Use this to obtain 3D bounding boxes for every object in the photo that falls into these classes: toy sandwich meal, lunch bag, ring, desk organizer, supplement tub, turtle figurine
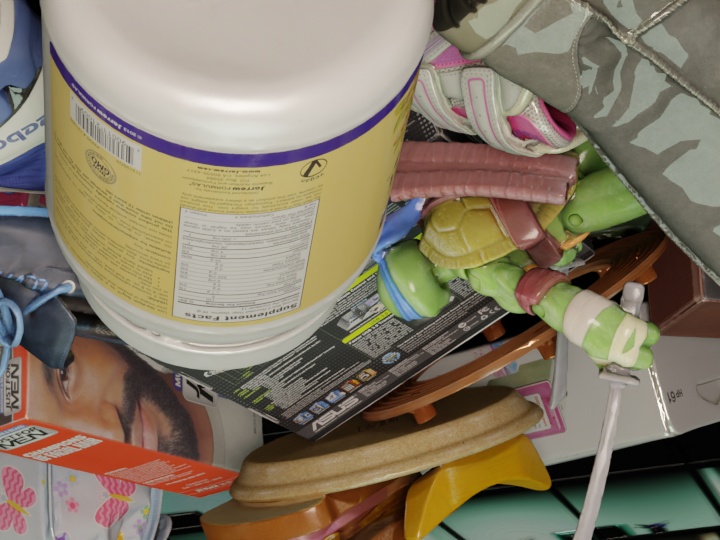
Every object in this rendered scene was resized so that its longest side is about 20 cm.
[{"bbox_3d":[0.015,0.122,1.100,0.204,0.071,0.205,-14,-177,1],"label":"toy sandwich meal"},{"bbox_3d":[-0.214,0.144,1.248,0.169,0.201,0.127,-20,153,36],"label":"lunch bag"},{"bbox_3d":[0.089,0.035,1.094,0.200,0.019,0.200,-30,-175,3],"label":"ring"},{"bbox_3d":[0.269,0.000,1.117,0.199,0.072,0.077,3,161,-15],"label":"desk organizer"},{"bbox_3d":[-0.054,-0.061,0.772,0.145,0.146,0.200,0,149,-8],"label":"supplement tub"},{"bbox_3d":[0.119,-0.008,0.901,0.194,0.200,0.144,-39,174,17],"label":"turtle figurine"}]

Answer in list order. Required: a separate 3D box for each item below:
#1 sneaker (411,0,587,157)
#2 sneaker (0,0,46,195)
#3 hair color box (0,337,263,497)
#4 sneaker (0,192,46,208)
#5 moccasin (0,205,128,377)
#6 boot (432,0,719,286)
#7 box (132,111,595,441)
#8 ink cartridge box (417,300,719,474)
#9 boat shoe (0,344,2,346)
[{"bbox_3d":[0.056,-0.090,0.826,0.199,0.089,0.081,-17,155,34],"label":"sneaker"},{"bbox_3d":[-0.176,-0.057,0.893,0.115,0.081,0.199,19,149,-40],"label":"sneaker"},{"bbox_3d":[-0.146,0.064,1.173,0.064,0.111,0.200,-20,154,36],"label":"hair color box"},{"bbox_3d":[-0.110,-0.040,0.962,0.199,0.074,0.087,-3,159,14],"label":"sneaker"},{"bbox_3d":[-0.136,0.011,0.887,0.199,0.068,0.080,1,164,-4],"label":"moccasin"},{"bbox_3d":[0.150,-0.089,0.731,0.200,0.073,0.182,36,122,-21],"label":"boot"},{"bbox_3d":[0.000,0.000,1.010,0.200,0.044,0.160,-35,141,20],"label":"box"},{"bbox_3d":[0.131,0.076,1.228,0.199,0.085,0.144,-16,175,33],"label":"ink cartridge box"},{"bbox_3d":[-0.232,0.007,1.069,0.200,0.075,0.062,-14,163,40],"label":"boat shoe"}]
